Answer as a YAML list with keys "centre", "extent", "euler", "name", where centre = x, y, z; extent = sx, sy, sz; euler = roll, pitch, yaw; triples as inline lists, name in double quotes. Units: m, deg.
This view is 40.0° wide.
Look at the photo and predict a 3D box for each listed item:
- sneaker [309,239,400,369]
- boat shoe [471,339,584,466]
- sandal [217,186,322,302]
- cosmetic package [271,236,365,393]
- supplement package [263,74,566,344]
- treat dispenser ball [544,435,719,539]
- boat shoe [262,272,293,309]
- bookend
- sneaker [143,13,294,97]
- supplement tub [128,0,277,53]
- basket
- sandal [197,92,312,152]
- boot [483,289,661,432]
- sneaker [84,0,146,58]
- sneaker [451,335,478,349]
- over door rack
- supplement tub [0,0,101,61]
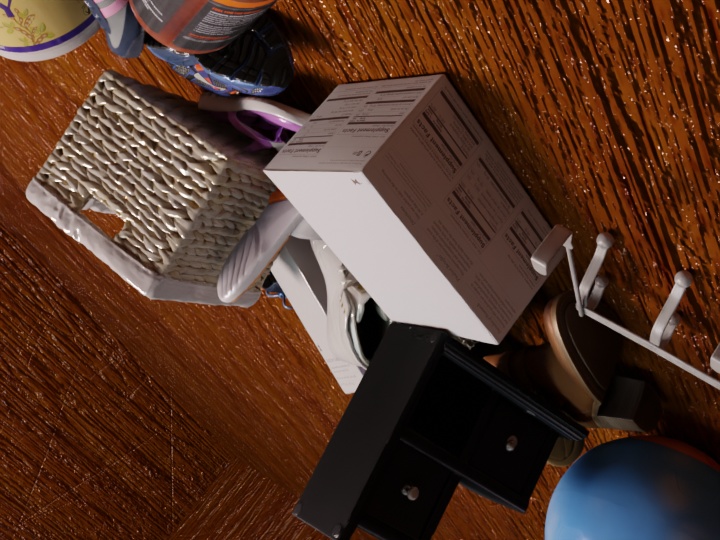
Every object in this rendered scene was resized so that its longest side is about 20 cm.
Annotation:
- centre: [0.000, 0.000, 0.975]
  extent: [0.116, 0.073, 0.201]
  euler: [-165, 66, -73]
  name: "sneaker"
- centre: [0.169, 0.129, 1.079]
  extent: [0.200, 0.073, 0.065]
  euler: [51, 180, 20]
  name: "boat shoe"
- centre: [-0.059, -0.046, 0.949]
  extent: [0.059, 0.207, 0.079]
  euler: [33, -167, -30]
  name: "sandal"
- centre: [-0.024, 0.036, 1.137]
  extent: [0.200, 0.081, 0.113]
  euler: [57, 161, -1]
  name: "cosmetic package"
- centre: [0.046, -0.051, 0.841]
  extent: [0.200, 0.111, 0.156]
  euler: [50, 158, -27]
  name: "supplement package"
- centre: [0.282, 0.263, 0.966]
  extent: [0.201, 0.201, 0.201]
  euler: [35, 161, 14]
  name: "treat dispenser ball"
- centre: [-0.110, 0.001, 1.316]
  extent: [0.200, 0.069, 0.084]
  euler: [47, 160, -21]
  name: "boat shoe"
- centre: [0.076, 0.184, 0.907]
  extent: [0.198, 0.200, 0.092]
  euler: [35, 166, -25]
  name: "bookend"
- centre: [-0.118, -0.195, 0.905]
  extent: [0.200, 0.075, 0.078]
  euler: [31, 170, 47]
  name: "sneaker"
- centre: [-0.099, -0.231, 0.712]
  extent: [0.107, 0.107, 0.200]
  euler: [45, 161, -16]
  name: "supplement tub"
- centre: [-0.189, -0.080, 1.015]
  extent: [0.198, 0.161, 0.200]
  euler: [36, -168, 23]
  name: "basket"
- centre: [-0.096, -0.138, 0.964]
  extent: [0.082, 0.050, 0.202]
  euler: [14, -176, -34]
  name: "sandal"
- centre: [0.177, 0.088, 0.935]
  extent: [0.154, 0.074, 0.200]
  euler: [5, 143, 45]
  name: "boot"
- centre: [-0.241, -0.266, 0.872]
  extent: [0.070, 0.082, 0.200]
  euler: [53, 155, 33]
  name: "sneaker"
- centre: [0.070, 0.047, 1.008]
  extent: [0.069, 0.100, 0.200]
  euler: [15, 142, -23]
  name: "sneaker"
- centre: [0.221, 0.024, 0.722]
  extent: [0.147, 0.067, 0.200]
  euler: [30, 180, 25]
  name: "over door rack"
- centre: [-0.323, -0.306, 0.899]
  extent: [0.145, 0.146, 0.200]
  euler: [31, 160, 23]
  name: "supplement tub"
